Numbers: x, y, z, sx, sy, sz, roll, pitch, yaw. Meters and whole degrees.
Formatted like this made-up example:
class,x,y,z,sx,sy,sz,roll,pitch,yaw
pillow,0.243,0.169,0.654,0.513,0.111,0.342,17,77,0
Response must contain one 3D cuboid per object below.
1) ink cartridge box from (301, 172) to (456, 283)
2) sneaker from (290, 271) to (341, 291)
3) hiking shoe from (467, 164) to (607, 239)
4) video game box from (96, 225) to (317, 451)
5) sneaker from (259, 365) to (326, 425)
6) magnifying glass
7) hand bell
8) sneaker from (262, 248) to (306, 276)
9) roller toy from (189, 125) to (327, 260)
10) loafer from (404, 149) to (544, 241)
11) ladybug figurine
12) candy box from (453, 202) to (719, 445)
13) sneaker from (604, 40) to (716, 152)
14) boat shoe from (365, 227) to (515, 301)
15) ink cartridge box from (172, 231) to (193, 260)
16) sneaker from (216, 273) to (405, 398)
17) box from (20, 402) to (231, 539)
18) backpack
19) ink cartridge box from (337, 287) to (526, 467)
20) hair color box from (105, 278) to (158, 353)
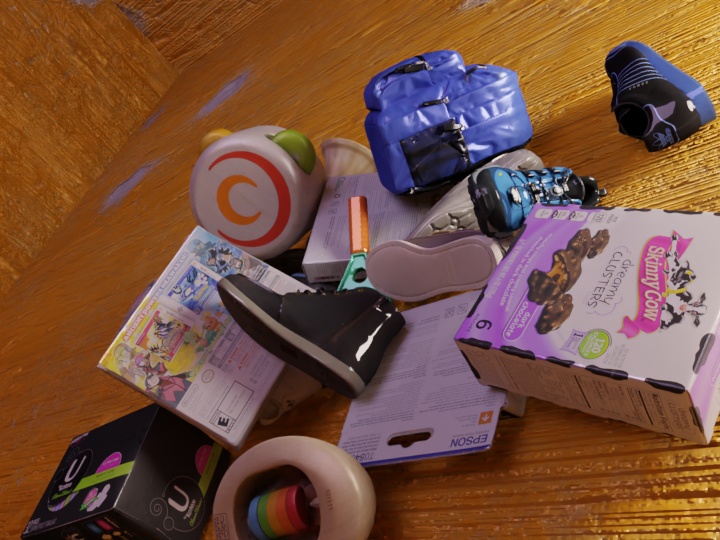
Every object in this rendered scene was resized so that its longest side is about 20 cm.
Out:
class,x,y,z,sx,sy,sz,roll,pitch,yaw
ink cartridge box,0.034,-0.067,1.028,0.198,0.044,0.197,-3,41,15
sneaker,-0.104,0.052,1.057,0.199,0.073,0.082,-19,30,22
hiking shoe,0.175,-0.079,0.750,0.086,0.075,0.199,-21,-6,33
video game box,-0.165,0.074,0.860,0.201,0.181,0.047,-58,-7,-22
sneaker,-0.125,0.101,0.931,0.115,0.075,0.200,-39,51,-14
magnifying glass,0.000,0.000,0.932,0.079,0.022,0.201,-8,64,14
hand bell,-0.046,-0.097,1.190,0.104,0.104,0.201,-7,58,50
sneaker,-0.149,0.008,1.169,0.199,0.070,0.076,-30,29,25
roller toy,-0.148,-0.118,1.111,0.198,0.184,0.140,1,18,15
loafer,0.133,-0.074,0.911,0.199,0.070,0.070,-35,22,1
ladybug figurine,-0.061,0.226,0.709,0.199,0.072,0.137,-22,73,35
candy box,0.205,0.030,0.614,0.199,0.072,0.168,9,54,44
sneaker,0.307,-0.196,0.836,0.078,0.070,0.200,-31,30,9
boat shoe,0.088,-0.010,0.836,0.059,0.072,0.199,-22,9,-41
ink cartridge box,-0.257,0.013,1.199,0.200,0.083,0.147,-52,3,26
sneaker,-0.055,0.045,0.818,0.106,0.199,0.075,-50,-15,-26
box,-0.285,0.274,0.920,0.199,0.124,0.149,-26,32,33
backpack,0.112,-0.196,0.961,0.199,0.169,0.163,-18,19,-2
ink cartridge box,0.075,0.113,0.748,0.199,0.041,0.201,-19,36,39
hair color box,-0.209,0.112,0.954,0.060,0.200,0.100,-36,25,37
